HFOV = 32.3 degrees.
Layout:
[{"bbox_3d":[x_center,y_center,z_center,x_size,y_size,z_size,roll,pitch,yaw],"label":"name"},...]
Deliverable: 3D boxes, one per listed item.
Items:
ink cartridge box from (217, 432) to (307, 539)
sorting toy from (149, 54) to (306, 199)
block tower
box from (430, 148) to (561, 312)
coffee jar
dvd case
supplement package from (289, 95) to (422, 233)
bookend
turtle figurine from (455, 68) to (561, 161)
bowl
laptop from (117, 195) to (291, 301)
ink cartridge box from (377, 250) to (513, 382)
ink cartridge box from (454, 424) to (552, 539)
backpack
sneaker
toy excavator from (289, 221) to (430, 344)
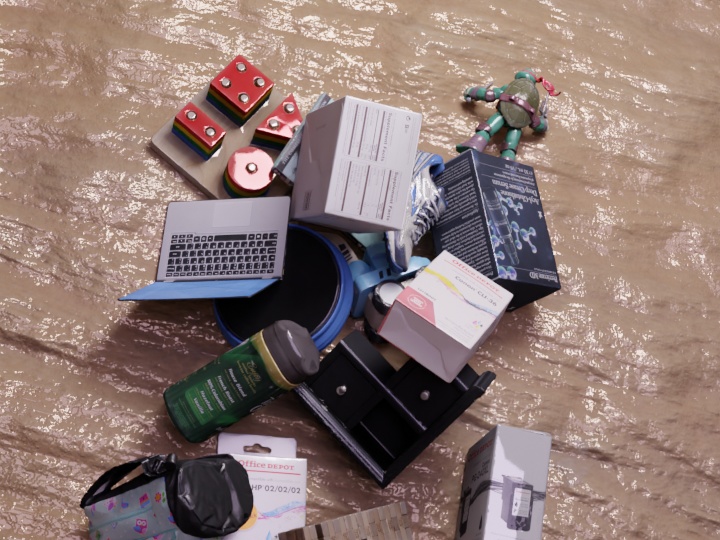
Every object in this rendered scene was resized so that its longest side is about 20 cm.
[{"bbox_3d":[-0.132,0.305,1.619,0.114,0.068,0.202,6,67,-14],"label":"ink cartridge box"},{"bbox_3d":[-0.166,-0.198,1.812,0.198,0.070,0.200,40,64,2],"label":"sorting toy"},{"bbox_3d":[-0.017,0.343,1.598,0.199,0.058,0.054,-5,78,-45],"label":"block tower"},{"bbox_3d":[0.189,-0.055,1.805,0.148,0.107,0.202,8,64,-44],"label":"box"},{"bbox_3d":[-0.150,0.142,1.613,0.199,0.104,0.086,-32,83,11],"label":"coffee jar"},{"bbox_3d":[-0.020,-0.140,1.814,0.200,0.022,0.146,41,66,-20],"label":"dvd case"},{"bbox_3d":[-0.011,-0.137,1.679,0.110,0.200,0.157,11,87,-16],"label":"supplement package"},{"bbox_3d":[0.040,0.145,1.659,0.199,0.092,0.200,47,108,5],"label":"bookend"},{"bbox_3d":[0.230,-0.246,1.934,0.149,0.101,0.201,28,70,-3],"label":"turtle figurine"},{"bbox_3d":[-0.110,0.029,1.708,0.199,0.039,0.202,-4,68,11],"label":"bowl"},{"bbox_3d":[-0.205,-0.031,1.668,0.186,0.116,0.201,-2,65,15],"label":"laptop"},{"bbox_3d":[0.121,0.049,1.629,0.116,0.068,0.200,34,35,10],"label":"ink cartridge box"},{"bbox_3d":[0.187,0.322,1.660,0.083,0.145,0.201,13,66,-7],"label":"ink cartridge box"},{"bbox_3d":[-0.248,0.303,1.522,0.167,0.199,0.127,24,48,-56],"label":"backpack"},{"bbox_3d":[0.079,-0.088,1.735,0.084,0.077,0.201,5,64,7],"label":"sneaker"},{"bbox_3d":[0.000,0.000,1.779,0.193,0.100,0.201,-19,61,-21],"label":"toy excavator"}]
